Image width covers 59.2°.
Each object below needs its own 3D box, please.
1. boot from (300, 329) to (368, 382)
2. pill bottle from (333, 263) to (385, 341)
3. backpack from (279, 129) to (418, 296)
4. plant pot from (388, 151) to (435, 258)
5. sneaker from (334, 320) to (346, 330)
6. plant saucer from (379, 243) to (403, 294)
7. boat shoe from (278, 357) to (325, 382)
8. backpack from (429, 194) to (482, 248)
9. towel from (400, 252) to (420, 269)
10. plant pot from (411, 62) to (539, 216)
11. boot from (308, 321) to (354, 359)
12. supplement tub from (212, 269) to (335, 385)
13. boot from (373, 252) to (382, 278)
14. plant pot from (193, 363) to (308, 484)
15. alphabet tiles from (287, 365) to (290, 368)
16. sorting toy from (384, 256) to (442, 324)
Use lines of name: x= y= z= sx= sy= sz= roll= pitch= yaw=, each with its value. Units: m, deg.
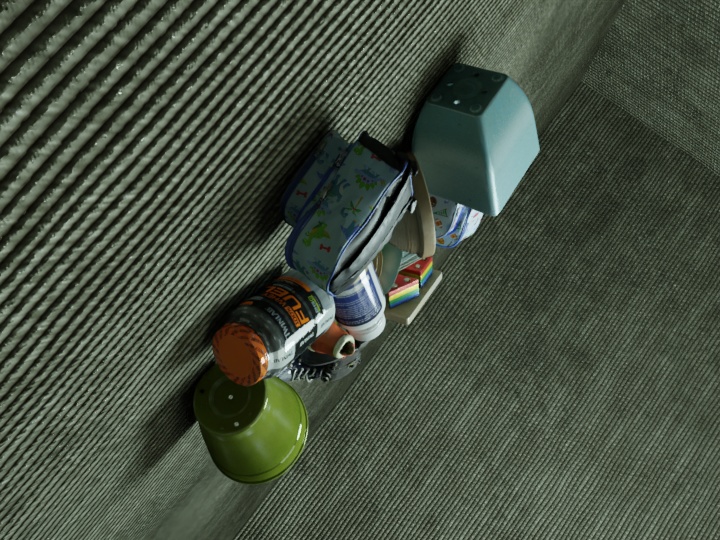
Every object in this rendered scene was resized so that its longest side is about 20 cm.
boot: x=-0.061 y=0.207 z=1.443 sx=0.196 sy=0.070 sz=0.176 roll=-16 pitch=149 yaw=-31
pill bottle: x=-0.013 y=0.044 z=1.222 sx=0.111 sy=0.110 sz=0.202 roll=-47 pitch=139 yaw=-24
backpack: x=-0.028 y=-0.077 z=0.888 sx=0.202 sy=0.145 sz=0.183 roll=-56 pitch=169 yaw=-8
plant pot: x=0.075 y=-0.119 z=1.226 sx=0.090 sy=0.206 sz=0.201 roll=-12 pitch=164 yaw=-3
sneaker: x=-0.062 y=0.139 z=1.472 sx=0.199 sy=0.080 sz=0.078 roll=-39 pitch=-163 yaw=6
plant saucer: x=0.048 y=-0.050 z=1.401 sx=0.201 sy=0.038 sz=0.207 roll=-171 pitch=-90 yaw=-75
boat shoe: x=-0.145 y=0.234 z=1.500 sx=0.200 sy=0.092 sz=0.075 roll=-44 pitch=167 yaw=-41
backpack: x=0.181 y=-0.148 z=1.367 sx=0.152 sy=0.199 sz=0.194 roll=-29 pitch=141 yaw=-32
towel: x=0.117 y=-0.085 z=1.511 sx=0.131 sy=0.034 sz=0.203 roll=-30 pitch=-149 yaw=35
plant pot: x=0.210 y=-0.265 z=1.192 sx=0.197 sy=0.194 sz=0.202 roll=-52 pitch=148 yaw=-23
boot: x=-0.055 y=0.141 z=1.247 sx=0.076 sy=0.106 sz=0.200 roll=-56 pitch=165 yaw=-8
supplement tub: x=-0.136 y=0.089 z=1.013 sx=0.200 sy=0.122 sz=0.124 roll=-40 pitch=164 yaw=-52
boot: x=0.000 y=0.000 z=1.365 sx=0.156 sy=0.075 sz=0.204 roll=-87 pitch=-173 yaw=-60
plant pot: x=-0.203 y=0.251 z=1.115 sx=0.201 sy=0.199 sz=0.194 roll=-48 pitch=157 yaw=-19
alphabet tiles: x=-0.105 y=0.115 z=1.388 sx=0.201 sy=0.014 sz=0.197 roll=-52 pitch=-172 yaw=43
sorting toy: x=0.070 y=0.021 z=1.538 sx=0.199 sy=0.196 sz=0.071 roll=-48 pitch=142 yaw=-43
